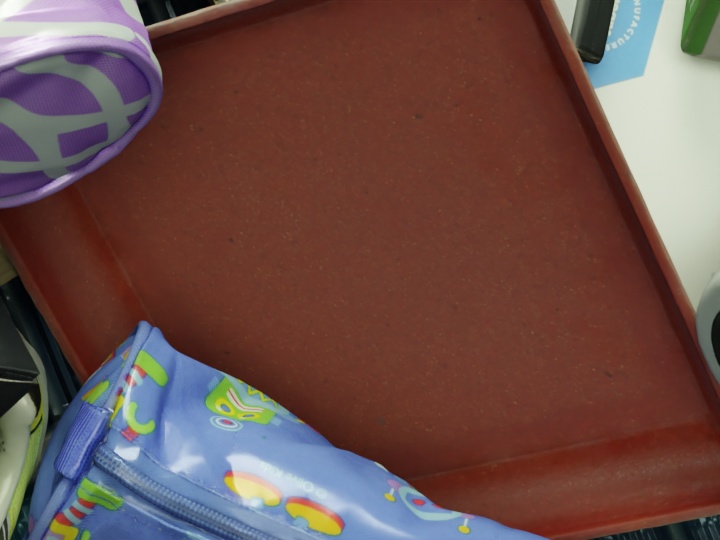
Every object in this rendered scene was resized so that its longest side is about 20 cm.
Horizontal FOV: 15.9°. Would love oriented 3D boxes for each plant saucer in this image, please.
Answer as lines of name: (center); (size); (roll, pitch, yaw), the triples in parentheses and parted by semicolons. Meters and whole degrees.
plant saucer: (0.000, 0.000, 0.769); (0.199, 0.037, 0.200); (-14, 117, 26)

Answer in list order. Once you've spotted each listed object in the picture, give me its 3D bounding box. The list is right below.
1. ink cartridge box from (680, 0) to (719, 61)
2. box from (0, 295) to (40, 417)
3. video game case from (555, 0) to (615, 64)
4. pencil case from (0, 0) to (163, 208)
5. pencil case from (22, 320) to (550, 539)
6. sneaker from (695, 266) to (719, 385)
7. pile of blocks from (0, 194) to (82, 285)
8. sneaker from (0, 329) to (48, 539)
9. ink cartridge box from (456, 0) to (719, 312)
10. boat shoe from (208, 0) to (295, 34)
ink cartridge box: (0.157, -0.174, 0.744); (0.083, 0.145, 0.201); (11, 66, 0)
box: (-0.196, -0.002, 0.739); (0.161, 0.049, 0.201); (-41, 64, 22)
video game case: (0.010, -0.177, 0.798); (0.180, 0.025, 0.202); (12, 90, 27)
pencil case: (-0.124, -0.114, 0.719); (0.084, 0.085, 0.201); (-35, 66, 16)
pencil case: (0.000, 0.088, 0.753); (0.199, 0.087, 0.078); (26, 82, 0)
sneaker: (0.195, 0.050, 0.728); (0.112, 0.073, 0.200); (-38, 90, -35)
pile of blocks: (-0.169, 0.031, 0.814); (0.082, 0.062, 0.201); (34, 82, -17)
sneaker: (-0.153, 0.101, 0.750); (0.075, 0.076, 0.201); (23, 85, -18)
ink cartridge box: (0.138, -0.025, 0.814); (0.199, 0.067, 0.117); (15, 90, 0)
boat shoe: (-0.045, -0.161, 0.775); (0.071, 0.060, 0.203); (-17, 77, 24)
